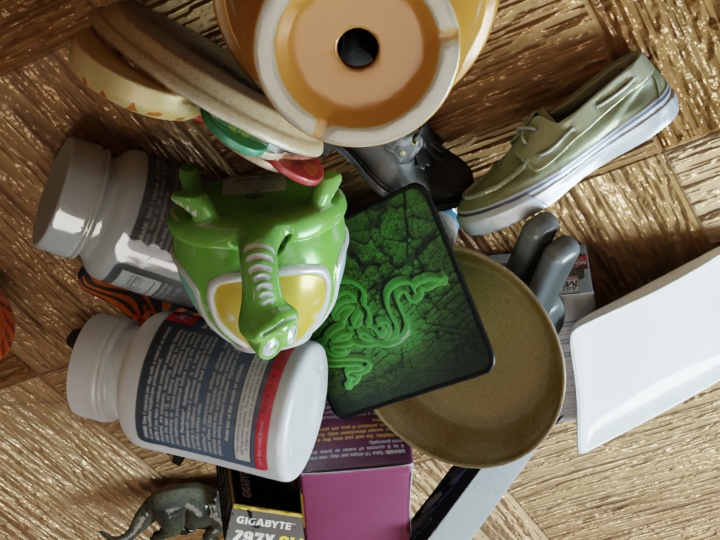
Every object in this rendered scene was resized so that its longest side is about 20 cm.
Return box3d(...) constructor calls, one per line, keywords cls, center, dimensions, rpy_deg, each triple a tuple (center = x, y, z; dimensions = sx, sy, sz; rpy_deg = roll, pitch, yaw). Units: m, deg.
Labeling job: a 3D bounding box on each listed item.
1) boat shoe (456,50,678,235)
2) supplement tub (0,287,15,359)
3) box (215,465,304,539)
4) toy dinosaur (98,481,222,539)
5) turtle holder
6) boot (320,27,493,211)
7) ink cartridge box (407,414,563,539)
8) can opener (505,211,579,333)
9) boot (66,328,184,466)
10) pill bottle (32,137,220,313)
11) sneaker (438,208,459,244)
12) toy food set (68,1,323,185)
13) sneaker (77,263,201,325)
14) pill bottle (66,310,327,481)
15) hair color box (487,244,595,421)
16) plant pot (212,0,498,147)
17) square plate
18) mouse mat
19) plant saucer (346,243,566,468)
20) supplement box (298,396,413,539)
box3d(cls="boat shoe", center=(0.155, -0.102, 1.088), dimensions=(0.199, 0.072, 0.062), rpy_deg=(-34, 108, 8))
box3d(cls="supplement tub", center=(-0.423, 0.074, 1.260), dimensions=(0.199, 0.123, 0.122), rpy_deg=(-25, 134, 27))
box3d(cls="box", center=(-0.062, 0.219, 1.375), dimensions=(0.159, 0.200, 0.050), rpy_deg=(12, 106, -12))
box3d(cls="toy dinosaur", center=(-0.193, 0.271, 1.543), dimensions=(0.199, 0.077, 0.103), rpy_deg=(4, 128, 3))
box3d(cls="turtle holder", center=(-0.065, -0.008, 1.027), dimensions=(0.140, 0.185, 0.133), rpy_deg=(-16, 113, -30))
box3d(cls="boot", center=(0.046, -0.140, 1.053), dimensions=(0.199, 0.070, 0.174), rpy_deg=(25, 134, -23))
box3d(cls="ink cartridge box", center=(0.108, 0.205, 1.307), dimensions=(0.039, 0.200, 0.099), rpy_deg=(45, 149, -3))
box3d(cls="can opener", center=(0.146, 0.014, 1.144), dimensions=(0.066, 0.053, 0.200), rpy_deg=(-34, 159, -19))
box3d(cls="boot", center=(-0.221, 0.120, 1.372), dimensions=(0.138, 0.078, 0.200), rpy_deg=(26, 153, 5))
box3d(cls="pill bottle", center=(-0.164, -0.033, 1.143), dimensions=(0.199, 0.114, 0.114), rpy_deg=(20, 135, -22))
box3d(cls="sneaker", center=(0.000, 0.000, 1.203), dimensions=(0.199, 0.087, 0.075), rpy_deg=(-26, 135, 29))
box3d(cls="toy food set", center=(-0.110, -0.127, 0.979), dimensions=(0.197, 0.200, 0.049), rpy_deg=(29, 102, -13))
box3d(cls="sneaker", center=(-0.166, 0.059, 1.239), dimensions=(0.199, 0.113, 0.078), rpy_deg=(16, 161, -17))
box3d(cls="pill bottle", center=(-0.137, 0.098, 1.146), dimensions=(0.199, 0.120, 0.120), rpy_deg=(11, 141, 13))
box3d(cls="hair color box", center=(0.174, 0.066, 1.299), dimensions=(0.098, 0.061, 0.201), rpy_deg=(-7, 140, 7))
box3d(cls="plant pot", center=(-0.004, -0.172, 0.882), dimensions=(0.199, 0.184, 0.201), rpy_deg=(0, 118, 0))
box3d(cls="square plate", center=(0.279, 0.067, 1.277), dimensions=(0.199, 0.028, 0.199), rpy_deg=(-27, 139, -11))
box3d(cls="mouse mat", center=(0.014, 0.030, 1.127), dimensions=(0.008, 0.162, 0.200), rpy_deg=(-21, 178, -44))
box3d(cls="plant saucer", center=(0.083, 0.067, 1.134), dimensions=(0.199, 0.035, 0.201), rpy_deg=(12, 116, 26))
box3d(cls="supplement box", center=(-0.010, 0.137, 1.271), dimensions=(0.102, 0.201, 0.131), rpy_deg=(-4, 138, -3))
